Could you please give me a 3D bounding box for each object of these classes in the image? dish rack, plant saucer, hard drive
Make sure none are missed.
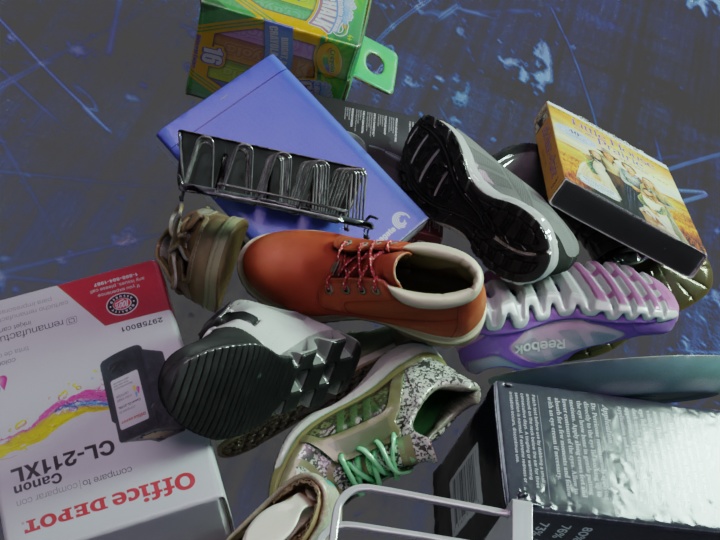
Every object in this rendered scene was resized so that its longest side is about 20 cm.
[{"bbox_3d":[-0.063,-0.064,0.800,0.153,0.200,0.055,10,94,-9],"label":"dish rack"},{"bbox_3d":[0.203,0.093,0.875,0.199,0.200,0.028,1,78,-17],"label":"plant saucer"},{"bbox_3d":[-0.057,-0.075,0.920,0.132,0.025,0.200,-39,81,-24],"label":"hard drive"}]

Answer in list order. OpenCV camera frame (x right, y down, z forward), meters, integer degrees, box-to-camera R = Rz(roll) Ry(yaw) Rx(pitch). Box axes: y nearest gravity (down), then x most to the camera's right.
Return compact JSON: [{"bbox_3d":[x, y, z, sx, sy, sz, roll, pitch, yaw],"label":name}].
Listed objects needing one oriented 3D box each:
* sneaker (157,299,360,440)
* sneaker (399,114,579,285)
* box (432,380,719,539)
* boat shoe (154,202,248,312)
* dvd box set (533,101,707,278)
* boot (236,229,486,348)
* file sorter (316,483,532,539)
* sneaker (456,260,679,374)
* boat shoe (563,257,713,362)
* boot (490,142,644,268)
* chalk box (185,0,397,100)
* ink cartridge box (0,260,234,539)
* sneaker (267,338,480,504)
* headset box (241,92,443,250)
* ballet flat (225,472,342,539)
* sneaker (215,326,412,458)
[{"bbox_3d":[-0.088,0.061,0.766,0.088,0.074,0.200,31,14,26],"label":"sneaker"},{"bbox_3d":[0.106,-0.060,0.936,0.079,0.074,0.200,0,41,-48],"label":"sneaker"},{"bbox_3d":[0.171,0.174,0.819,0.199,0.148,0.105,9,51,-13],"label":"box"},{"bbox_3d":[-0.130,-0.011,0.849,0.062,0.200,0.074,21,81,-9],"label":"boat shoe"},{"bbox_3d":[0.232,-0.080,1.000,0.146,0.029,0.200,27,26,-9],"label":"dvd box set"},{"bbox_3d":[0.000,0.000,0.825,0.199,0.107,0.075,11,74,5],"label":"boot"},{"bbox_3d":[0.019,0.241,0.683,0.124,0.200,0.139,12,50,-6],"label":"file sorter"},{"bbox_3d":[0.165,0.048,0.921,0.199,0.089,0.081,-2,27,-2],"label":"sneaker"},{"bbox_3d":[0.223,0.036,0.999,0.200,0.066,0.072,-22,81,-9],"label":"boat shoe"},{"bbox_3d":[0.195,-0.053,1.036,0.199,0.070,0.132,-10,56,-39],"label":"boot"},{"bbox_3d":[-0.057,-0.229,1.078,0.199,0.124,0.125,14,50,-7],"label":"chalk box"},{"bbox_3d":[-0.185,0.110,0.778,0.145,0.083,0.201,-16,58,-12],"label":"ink cartridge box"},{"bbox_3d":[0.013,0.130,0.814,0.200,0.077,0.088,-44,31,-24],"label":"sneaker"},{"bbox_3d":[-0.008,-0.078,1.006,0.199,0.077,0.149,11,51,-7],"label":"headset box"},{"bbox_3d":[-0.091,0.209,0.725,0.067,0.062,0.200,36,70,21],"label":"ballet flat"},{"bbox_3d":[-0.048,0.068,0.882,0.200,0.067,0.090,-24,68,-28],"label":"sneaker"}]
